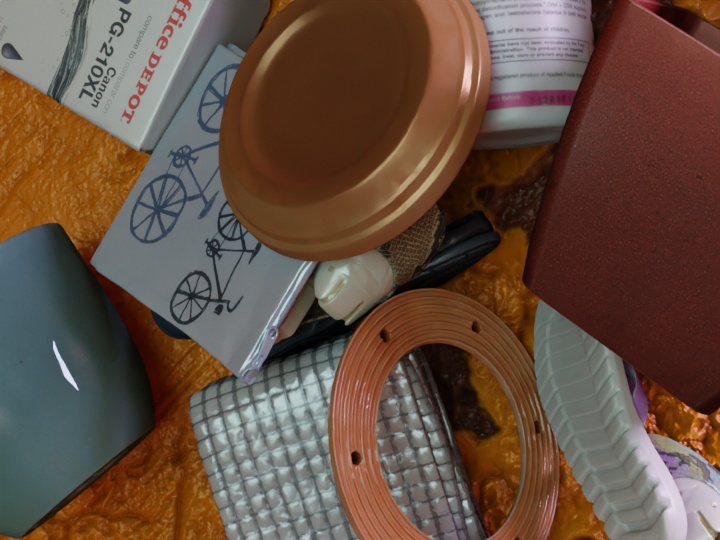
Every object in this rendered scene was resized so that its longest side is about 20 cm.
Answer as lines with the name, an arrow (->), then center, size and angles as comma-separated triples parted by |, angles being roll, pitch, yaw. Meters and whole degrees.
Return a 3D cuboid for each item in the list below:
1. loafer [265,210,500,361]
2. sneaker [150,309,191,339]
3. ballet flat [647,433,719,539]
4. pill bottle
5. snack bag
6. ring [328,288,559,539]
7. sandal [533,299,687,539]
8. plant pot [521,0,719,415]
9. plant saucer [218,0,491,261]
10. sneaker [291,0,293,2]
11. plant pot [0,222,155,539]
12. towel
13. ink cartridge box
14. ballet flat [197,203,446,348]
loafer -> 0.000, 0.000, 0.897 | 0.199, 0.072, 0.063 | -28, 77, 20
sneaker -> -0.089, -0.031, 0.911 | 0.070, 0.082, 0.201 | 22, 102, -27
ballet flat -> 0.230, 0.190, 0.812 | 0.069, 0.071, 0.201 | -38, 78, 16
pill bottle -> 0.094, -0.186, 0.841 | 0.113, 0.113, 0.202 | -4, 89, 19
snack bag -> -0.081, -0.046, 0.856 | 0.200, 0.021, 0.189 | 31, 90, 41
ring -> 0.055, 0.111, 0.822 | 0.019, 0.200, 0.202 | -21, 82, 47
sandal -> 0.165, 0.096, 0.837 | 0.082, 0.050, 0.204 | -48, 49, 48
plant pot -> 0.211, -0.033, 0.765 | 0.199, 0.200, 0.177 | 37, 110, 16
plant saucer -> -0.014, -0.105, 0.794 | 0.199, 0.037, 0.201 | -15, 61, 29
sneaker -> -0.006, -0.148, 0.906 | 0.089, 0.067, 0.201 | -19, 83, 26
plant pot -> -0.245, 0.092, 0.921 | 0.200, 0.201, 0.161 | -40, 89, 15
towel -> -0.009, 0.148, 0.883 | 0.165, 0.086, 0.201 | -19, 93, 10
ink cartridge box -> -0.188, -0.192, 0.955 | 0.199, 0.084, 0.145 | 31, 100, 17
ballet flat -> -0.032, 0.013, 0.835 | 0.199, 0.075, 0.068 | -21, 118, 33
